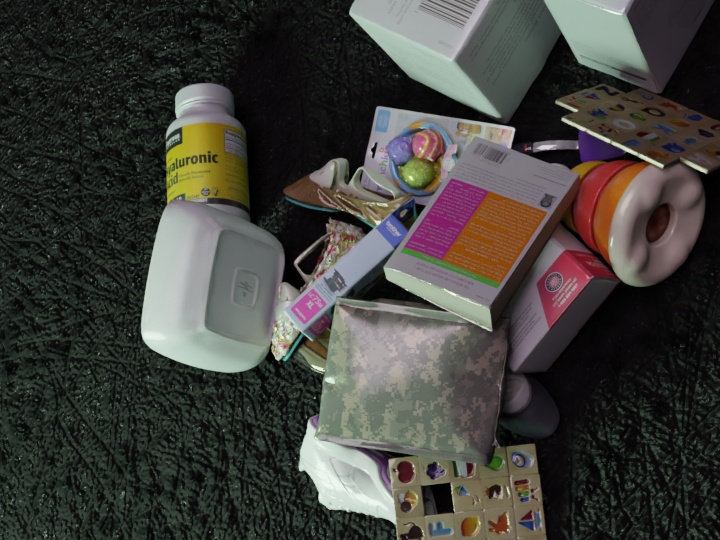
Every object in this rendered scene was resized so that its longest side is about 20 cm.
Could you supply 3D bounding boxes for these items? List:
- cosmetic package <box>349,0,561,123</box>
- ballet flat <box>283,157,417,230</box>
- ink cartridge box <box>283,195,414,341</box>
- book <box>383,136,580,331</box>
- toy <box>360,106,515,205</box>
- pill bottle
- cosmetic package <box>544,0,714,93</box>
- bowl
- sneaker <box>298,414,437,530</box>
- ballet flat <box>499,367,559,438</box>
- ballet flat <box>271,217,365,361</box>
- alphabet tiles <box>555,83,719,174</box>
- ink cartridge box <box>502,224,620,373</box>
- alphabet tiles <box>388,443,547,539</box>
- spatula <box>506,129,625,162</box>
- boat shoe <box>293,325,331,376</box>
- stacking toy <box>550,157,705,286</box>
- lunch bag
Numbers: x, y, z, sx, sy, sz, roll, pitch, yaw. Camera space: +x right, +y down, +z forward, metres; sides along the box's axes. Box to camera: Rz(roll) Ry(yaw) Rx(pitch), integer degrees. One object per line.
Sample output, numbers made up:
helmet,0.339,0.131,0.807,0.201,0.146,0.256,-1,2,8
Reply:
cosmetic package,0.125,-0.311,1.340,0.165,0.200,0.165,31,90,29
ballet flat,-0.011,-0.102,1.411,0.200,0.068,0.073,22,117,30
ink cartridge box,0.000,0.000,1.295,0.200,0.119,0.042,-44,82,-4
book,0.132,-0.048,1.191,0.133,0.048,0.200,25,64,25
toy,0.086,-0.140,1.383,0.199,0.047,0.116,14,93,27
pill bottle,-0.209,-0.147,1.505,0.111,0.111,0.201,-13,69,22
cosmetic package,0.319,-0.346,1.255,0.123,0.200,0.200,29,87,29
bowl,-0.168,0.023,1.378,0.074,0.200,0.201,1,75,36
sneaker,0.008,0.257,1.314,0.200,0.075,0.100,36,117,26
ballet flat,0.144,0.119,1.277,0.073,0.073,0.200,-49,61,5
ballet flat,-0.066,0.019,1.395,0.064,0.076,0.200,36,75,-7
alphabet tiles,0.325,-0.162,1.233,0.200,0.166,0.006,32,129,33
ink cartridge box,0.172,-0.002,1.272,0.200,0.084,0.145,48,114,29
alphabet tiles,0.124,0.302,1.229,0.166,0.008,0.201,-6,82,3
spatula,0.227,-0.151,1.345,0.199,0.021,0.057,-6,74,25
boat shoe,0.006,0.119,1.342,0.200,0.076,0.074,29,86,29
stacking toy,0.277,-0.079,1.261,0.200,0.146,0.146,31,89,49
lunch bag,0.066,0.119,1.218,0.199,0.118,0.165,8,89,14
